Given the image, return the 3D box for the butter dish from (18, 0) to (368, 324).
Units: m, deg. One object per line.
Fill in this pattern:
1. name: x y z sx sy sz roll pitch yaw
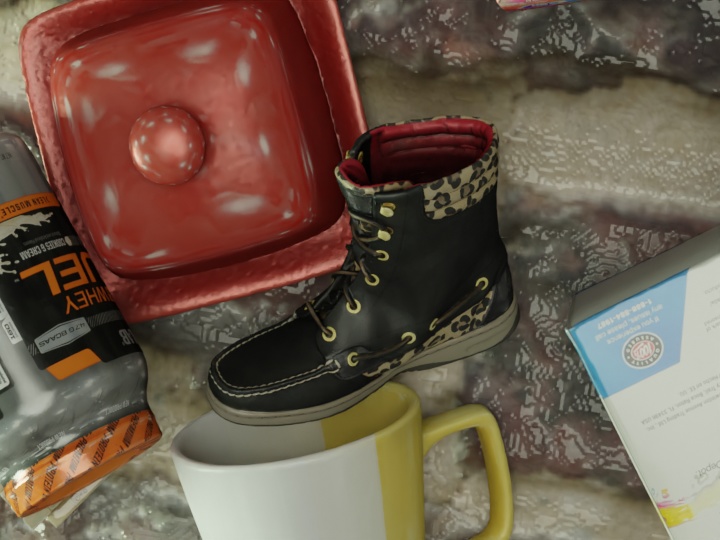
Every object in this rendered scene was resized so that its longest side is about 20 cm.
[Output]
1. butter dish: -0.100 -0.076 1.244 0.199 0.148 0.201 -14 94 7

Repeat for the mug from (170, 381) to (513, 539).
1. mug: -0.008 0.157 1.266 0.185 0.149 0.154 -8 103 12

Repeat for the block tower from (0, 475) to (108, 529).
1. block tower: -0.240 0.071 1.317 0.054 0.058 0.200 -44 92 8

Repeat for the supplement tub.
1. supplement tub: -0.203 0.032 1.235 0.122 0.123 0.201 -30 85 7

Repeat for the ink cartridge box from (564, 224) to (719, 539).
1. ink cartridge box: 0.227 0.082 1.232 0.147 0.145 0.201 -26 93 8

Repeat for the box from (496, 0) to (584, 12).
1. box: 0.118 -0.198 1.185 0.102 0.200 0.095 -8 95 5

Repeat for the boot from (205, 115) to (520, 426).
1. boot: 0.000 0.000 1.225 0.199 0.073 0.151 -16 134 -14
